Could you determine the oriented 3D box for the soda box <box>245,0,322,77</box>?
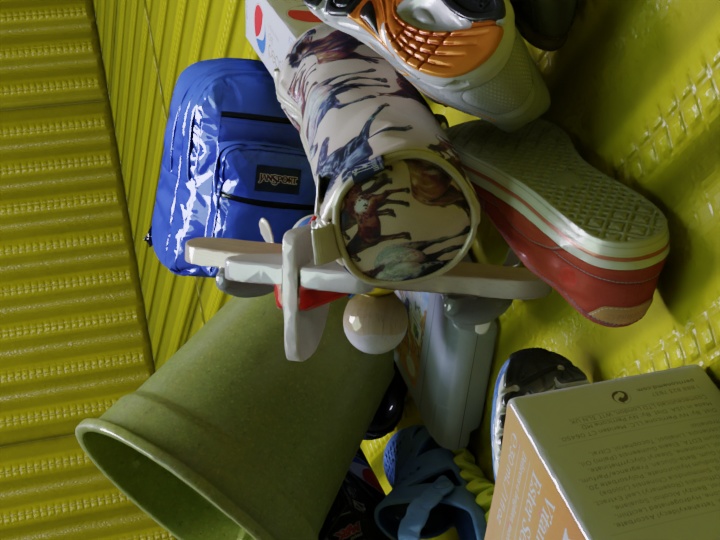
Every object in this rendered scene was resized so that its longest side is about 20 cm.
[{"bbox_3d":[-0.049,-0.207,1.103,0.201,0.067,0.065,-121,28,-55],"label":"soda box"}]

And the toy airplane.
[{"bbox_3d":[0.000,0.000,0.804,0.200,0.196,0.143,-129,24,-55],"label":"toy airplane"}]

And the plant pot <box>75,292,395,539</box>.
[{"bbox_3d":[-0.072,0.105,0.911,0.199,0.185,0.201,31,156,15],"label":"plant pot"}]

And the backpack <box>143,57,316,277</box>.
[{"bbox_3d":[-0.098,-0.094,1.179,0.167,0.160,0.204,26,110,60],"label":"backpack"}]

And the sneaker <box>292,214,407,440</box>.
[{"bbox_3d":[-0.009,0.044,1.055,0.111,0.075,0.203,145,112,-78],"label":"sneaker"}]

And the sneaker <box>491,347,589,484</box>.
[{"bbox_3d":[0.104,0.146,0.723,0.089,0.077,0.204,176,87,-71],"label":"sneaker"}]

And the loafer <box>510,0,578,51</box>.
[{"bbox_3d":[0.066,-0.188,0.725,0.201,0.071,0.064,-124,25,-53],"label":"loafer"}]

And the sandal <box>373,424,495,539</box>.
[{"bbox_3d":[0.048,0.168,0.912,0.200,0.086,0.081,-147,49,-71],"label":"sandal"}]

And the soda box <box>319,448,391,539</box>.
[{"bbox_3d":[-0.024,0.187,1.014,0.071,0.063,0.200,-56,19,6],"label":"soda box"}]

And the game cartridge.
[{"bbox_3d":[0.046,0.017,0.939,0.201,0.041,0.135,-116,20,-48],"label":"game cartridge"}]

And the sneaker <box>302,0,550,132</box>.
[{"bbox_3d":[0.033,-0.136,0.707,0.092,0.076,0.200,43,-173,-44],"label":"sneaker"}]

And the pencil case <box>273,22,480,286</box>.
[{"bbox_3d":[0.001,-0.073,0.712,0.201,0.088,0.079,-111,22,-56],"label":"pencil case"}]

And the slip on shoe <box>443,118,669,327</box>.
[{"bbox_3d":[0.098,-0.034,0.682,0.200,0.073,0.062,-130,32,-53],"label":"slip on shoe"}]

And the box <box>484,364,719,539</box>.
[{"bbox_3d":[0.140,0.170,0.559,0.201,0.105,0.154,-117,25,-49],"label":"box"}]
